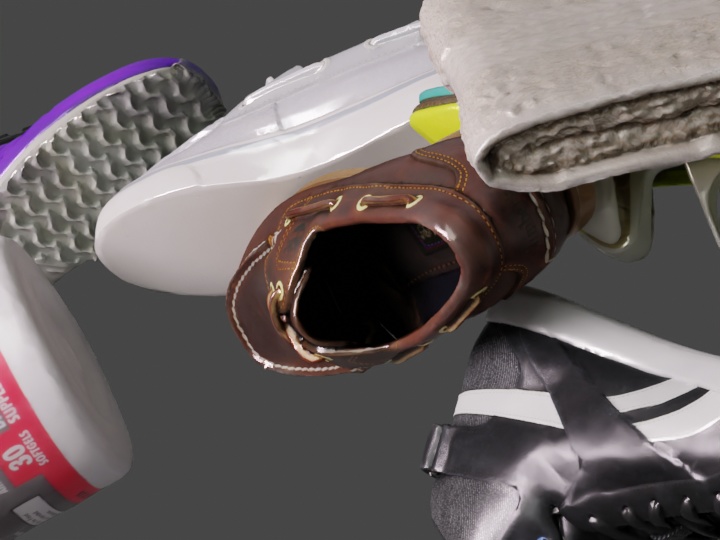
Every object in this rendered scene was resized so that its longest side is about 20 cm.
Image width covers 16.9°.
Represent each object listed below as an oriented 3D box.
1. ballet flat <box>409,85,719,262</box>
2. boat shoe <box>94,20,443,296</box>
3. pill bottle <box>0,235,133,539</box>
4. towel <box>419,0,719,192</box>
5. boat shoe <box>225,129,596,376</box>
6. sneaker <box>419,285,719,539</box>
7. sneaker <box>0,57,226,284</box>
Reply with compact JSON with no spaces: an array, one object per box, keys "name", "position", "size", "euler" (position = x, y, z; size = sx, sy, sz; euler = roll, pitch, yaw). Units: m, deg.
[{"name":"ballet flat","position":[0.111,-0.037,0.841],"size":[0.200,0.067,0.067],"euler":[-3,83,19]},{"name":"boat shoe","position":[-0.018,-0.051,0.958],"size":[0.200,0.072,0.069],"euler":[-26,42,28]},{"name":"pill bottle","position":[-0.202,0.079,0.971],"size":[0.200,0.111,0.111],"euler":[-29,53,2]},{"name":"towel","position":[0.123,-0.082,0.805],"size":[0.200,0.035,0.133],"euler":[-13,27,-1]},{"name":"boat shoe","position":[0.000,0.000,0.871],"size":[0.070,0.070,0.200],"euler":[-41,6,-34]},{"name":"sneaker","position":[0.103,0.083,0.810],"size":[0.200,0.073,0.112],"euler":[21,86,49]},{"name":"sneaker","position":[-0.150,-0.034,1.047],"size":[0.200,0.070,0.100],"euler":[-41,37,8]}]
